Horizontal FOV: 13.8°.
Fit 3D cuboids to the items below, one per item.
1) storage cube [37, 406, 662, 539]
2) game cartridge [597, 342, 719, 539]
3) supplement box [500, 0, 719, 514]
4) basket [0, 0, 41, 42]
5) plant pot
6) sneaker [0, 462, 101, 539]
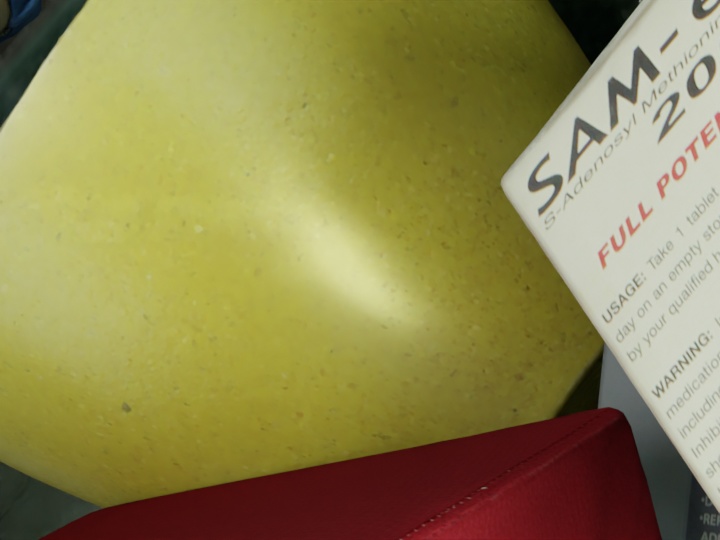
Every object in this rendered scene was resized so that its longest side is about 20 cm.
[{"bbox_3d":[-0.031,0.146,0.645,0.199,0.180,0.172,-15,97,39],"label":"storage cube"},{"bbox_3d":[0.134,0.045,0.642,0.200,0.041,0.134,5,92,45],"label":"game cartridge"},{"bbox_3d":[0.130,0.035,0.533,0.074,0.126,0.200,-51,53,27],"label":"supplement box"},{"bbox_3d":[-0.159,-0.136,0.940,0.176,0.200,0.140,11,129,43],"label":"basket"},{"bbox_3d":[0.000,0.000,0.779,0.142,0.200,0.200,36,111,13],"label":"plant pot"},{"bbox_3d":[-0.140,0.081,0.969,0.146,0.080,0.201,4,103,63],"label":"sneaker"}]
